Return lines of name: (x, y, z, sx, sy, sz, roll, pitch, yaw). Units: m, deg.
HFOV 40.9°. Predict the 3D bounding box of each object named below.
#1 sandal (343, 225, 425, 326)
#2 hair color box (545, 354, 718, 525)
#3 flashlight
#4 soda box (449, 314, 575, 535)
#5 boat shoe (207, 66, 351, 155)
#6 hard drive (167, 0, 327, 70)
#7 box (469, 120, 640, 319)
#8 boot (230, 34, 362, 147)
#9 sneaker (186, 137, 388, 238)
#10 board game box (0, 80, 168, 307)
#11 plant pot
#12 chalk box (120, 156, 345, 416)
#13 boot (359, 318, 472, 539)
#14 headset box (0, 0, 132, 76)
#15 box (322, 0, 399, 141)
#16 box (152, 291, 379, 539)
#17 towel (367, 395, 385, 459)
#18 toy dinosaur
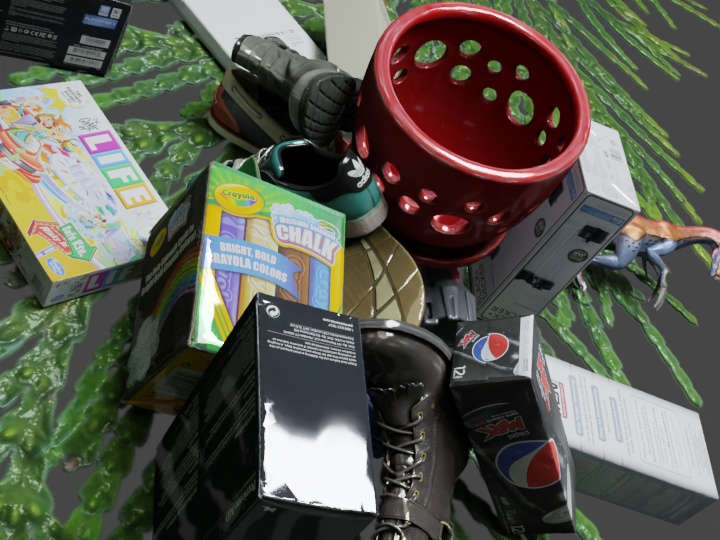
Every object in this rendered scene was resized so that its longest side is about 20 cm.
sandal: (0.000, 0.000, 0.835, 0.080, 0.054, 0.200, -24, 48, -7)
hair color box: (0.235, 0.161, 0.918, 0.199, 0.061, 0.099, 22, 43, -18)
flashlight: (0.087, -0.017, 0.980, 0.067, 0.068, 0.201, -13, 52, 11)
soda box: (0.127, 0.130, 0.779, 0.071, 0.063, 0.200, -77, 153, -46)
boat shoe: (-0.057, -0.136, 0.973, 0.199, 0.063, 0.071, 28, 39, -5)
hard drive: (-0.136, -0.284, 1.095, 0.132, 0.027, 0.200, -24, 69, -45)
box: (0.184, -0.044, 0.965, 0.060, 0.200, 0.117, 17, 47, -19)
boot: (-0.068, -0.175, 0.893, 0.130, 0.068, 0.200, 28, 14, 6)
sneaker: (-0.075, -0.080, 0.838, 0.199, 0.080, 0.072, 4, 49, 27)
board game box: (-0.251, -0.072, 0.815, 0.134, 0.034, 0.200, -19, 65, -44)
plant pot: (0.082, -0.111, 0.885, 0.200, 0.183, 0.201, 10, 55, -14)
chalk box: (-0.094, 0.008, 0.752, 0.124, 0.125, 0.201, 21, 54, -27)
boot: (0.034, 0.151, 0.713, 0.200, 0.069, 0.175, 54, 39, -37)
headset box: (-0.326, -0.302, 0.930, 0.174, 0.093, 0.201, 6, 49, -31)
box: (0.004, -0.230, 1.088, 0.068, 0.082, 0.201, -14, 50, 11)
box: (-0.071, 0.134, 0.625, 0.079, 0.200, 0.142, 17, 46, -22)
towel: (-0.014, 0.067, 0.842, 0.111, 0.049, 0.200, 20, 43, -16)
toy dinosaur: (0.324, -0.029, 1.082, 0.181, 0.200, 0.105, -18, 40, 6)
